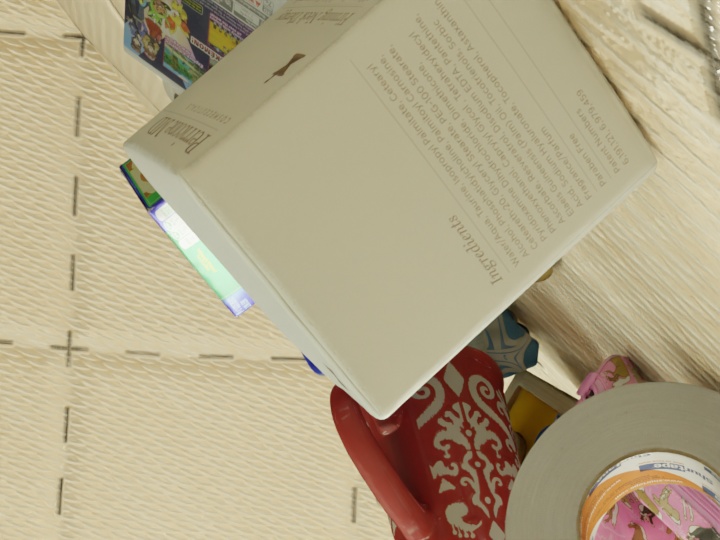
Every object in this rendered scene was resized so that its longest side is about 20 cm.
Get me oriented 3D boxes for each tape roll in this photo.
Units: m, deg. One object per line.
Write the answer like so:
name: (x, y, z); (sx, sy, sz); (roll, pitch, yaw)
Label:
tape roll: (0.197, 0.177, 0.815); (0.200, 0.200, 0.066); (44, 172, 33)

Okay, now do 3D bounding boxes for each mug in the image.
mug: (0.055, 0.177, 1.031); (0.201, 0.176, 0.134); (-103, 24, -45)

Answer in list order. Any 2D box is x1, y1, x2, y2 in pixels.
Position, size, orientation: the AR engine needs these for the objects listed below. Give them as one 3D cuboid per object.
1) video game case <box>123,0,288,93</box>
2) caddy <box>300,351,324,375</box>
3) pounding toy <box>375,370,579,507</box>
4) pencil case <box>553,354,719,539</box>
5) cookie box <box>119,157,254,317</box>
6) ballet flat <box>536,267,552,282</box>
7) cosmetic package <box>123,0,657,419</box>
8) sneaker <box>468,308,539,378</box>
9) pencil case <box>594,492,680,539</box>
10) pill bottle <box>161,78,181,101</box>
video game case: (-0.080, -0.167, 0.844); (0.200, 0.023, 0.183); (36, 144, 15)
caddy: (0.000, 0.000, 1.018); (0.200, 0.104, 0.142); (-126, 37, -56)
pounding toy: (0.146, 0.195, 1.142); (0.142, 0.185, 0.200); (29, -178, -25)
pencil case: (0.239, 0.155, 0.935); (0.200, 0.086, 0.083); (45, 141, 26)
cookie box: (-0.078, -0.081, 1.089); (0.075, 0.200, 0.171); (50, 176, 40)
ballet flat: (0.087, -0.016, 1.016); (0.069, 0.063, 0.200); (53, 171, -23)
cosmetic package: (0.010, -0.063, 0.674); (0.167, 0.200, 0.167); (51, 172, -21)
sneaker: (0.121, 0.060, 1.228); (0.072, 0.072, 0.200); (9, -168, -11)
pencil case: (0.249, 0.235, 1.001); (0.199, 0.087, 0.083); (28, -153, -5)
pill bottle: (-0.116, -0.170, 1.226); (0.200, 0.114, 0.114); (40, 169, 51)
